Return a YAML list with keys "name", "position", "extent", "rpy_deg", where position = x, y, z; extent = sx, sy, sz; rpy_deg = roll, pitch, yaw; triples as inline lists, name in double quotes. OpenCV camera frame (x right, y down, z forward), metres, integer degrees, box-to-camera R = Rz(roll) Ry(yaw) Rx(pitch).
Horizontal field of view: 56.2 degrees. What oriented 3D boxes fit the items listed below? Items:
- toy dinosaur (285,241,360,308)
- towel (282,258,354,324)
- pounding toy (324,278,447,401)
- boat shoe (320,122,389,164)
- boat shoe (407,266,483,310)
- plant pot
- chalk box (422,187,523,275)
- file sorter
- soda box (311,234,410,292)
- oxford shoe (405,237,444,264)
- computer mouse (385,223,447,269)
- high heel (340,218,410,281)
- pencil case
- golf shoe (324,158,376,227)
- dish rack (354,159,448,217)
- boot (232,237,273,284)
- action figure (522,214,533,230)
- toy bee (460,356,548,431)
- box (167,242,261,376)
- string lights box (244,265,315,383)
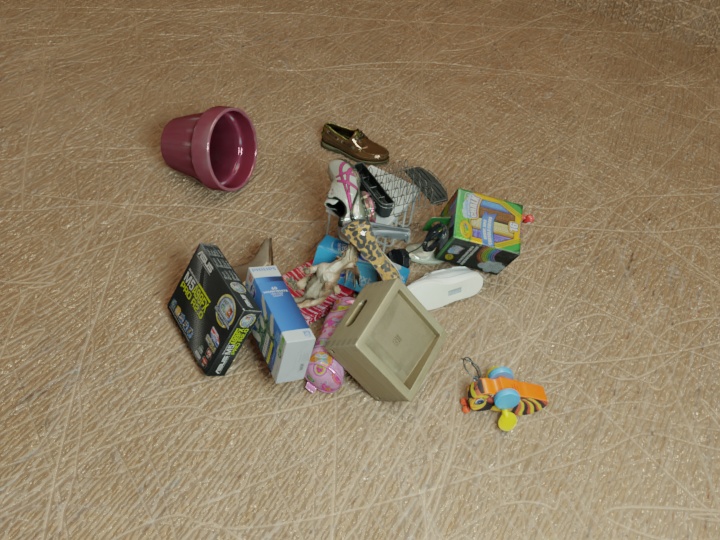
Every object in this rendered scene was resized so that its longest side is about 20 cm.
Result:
- name: "toy dinosaur"
  position: [-0.073, 0.027, 1.355]
  extent: [0.086, 0.199, 0.135]
  rpy_deg: [59, 26, 8]
- name: "towel"
  position: [-0.126, 0.052, 1.417]
  extent: [0.199, 0.023, 0.144]
  rpy_deg: [-29, 54, -33]
- name: "pounding toy"
  position: [0.056, 0.124, 1.257]
  extent: [0.184, 0.142, 0.201]
  rpy_deg: [47, 58, -21]
- name: "boat shoe"
  position: [-0.014, -0.344, 1.823]
  extent: [0.198, 0.068, 0.072]
  rpy_deg: [17, 41, 7]
- name: "boat shoe"
  position: [0.169, 0.029, 1.459]
  extent: [0.198, 0.073, 0.068]
  rpy_deg: [-17, 33, -22]
- name: "plant pot"
  position: [-0.377, -0.301, 1.643]
  extent: [0.177, 0.202, 0.200]
  rpy_deg: [11, 40, 25]
- name: "chalk box"
  position: [0.239, -0.089, 1.480]
  extent: [0.198, 0.125, 0.125]
  rpy_deg: [15, 65, -9]
- name: "file sorter"
  position: [0.026, -0.120, 1.549]
  extent: [0.138, 0.125, 0.200]
  rpy_deg: [27, 46, 17]
- name: "soda box"
  position: [0.000, 0.000, 1.435]
  extent: [0.198, 0.068, 0.064]
  rpy_deg: [23, 30, 5]
- name: "oxford shoe"
  position: [0.198, -0.056, 1.561]
  extent: [0.198, 0.058, 0.076]
  rpy_deg: [-4, 46, -12]
- name: "computer mouse"
  position: [0.113, -0.036, 1.452]
  extent: [0.034, 0.199, 0.059]
  rpy_deg: [24, 44, -42]
- name: "high heel"
  position: [0.013, 0.001, 1.329]
  extent: [0.141, 0.202, 0.071]
  rpy_deg: [7, 11, -20]
- name: "pencil case"
  position: [-0.046, 0.141, 1.292]
  extent: [0.086, 0.088, 0.201]
  rpy_deg: [16, 44, 8]
- name: "golf shoe"
  position: [-0.039, -0.170, 1.446]
  extent: [0.091, 0.073, 0.201]
  rpy_deg: [-12, 48, -19]
- name: "dish rack"
  position: [0.095, -0.191, 1.506]
  extent: [0.198, 0.055, 0.154]
  rpy_deg: [-15, 50, -24]
- name: "boot"
  position: [-0.250, 0.013, 1.383]
  extent: [0.144, 0.071, 0.201]
  rpy_deg: [-4, 46, -3]
- name: "action figure"
  position: [0.321, -0.102, 1.634]
  extent: [0.198, 0.100, 0.066]
  rpy_deg: [-3, 42, 21]
- name: "toy bee"
  position: [0.241, 0.225, 1.251]
  extent: [0.199, 0.109, 0.131]
  rpy_deg: [36, 35, -8]
- name: "box"
  position: [-0.280, 0.072, 1.268]
  extent: [0.044, 0.161, 0.200]
  rpy_deg: [8, 33, -47]
- name: "string lights box"
  position: [-0.153, 0.094, 1.226]
  extent: [0.058, 0.103, 0.201]
  rpy_deg: [-5, 41, -30]
